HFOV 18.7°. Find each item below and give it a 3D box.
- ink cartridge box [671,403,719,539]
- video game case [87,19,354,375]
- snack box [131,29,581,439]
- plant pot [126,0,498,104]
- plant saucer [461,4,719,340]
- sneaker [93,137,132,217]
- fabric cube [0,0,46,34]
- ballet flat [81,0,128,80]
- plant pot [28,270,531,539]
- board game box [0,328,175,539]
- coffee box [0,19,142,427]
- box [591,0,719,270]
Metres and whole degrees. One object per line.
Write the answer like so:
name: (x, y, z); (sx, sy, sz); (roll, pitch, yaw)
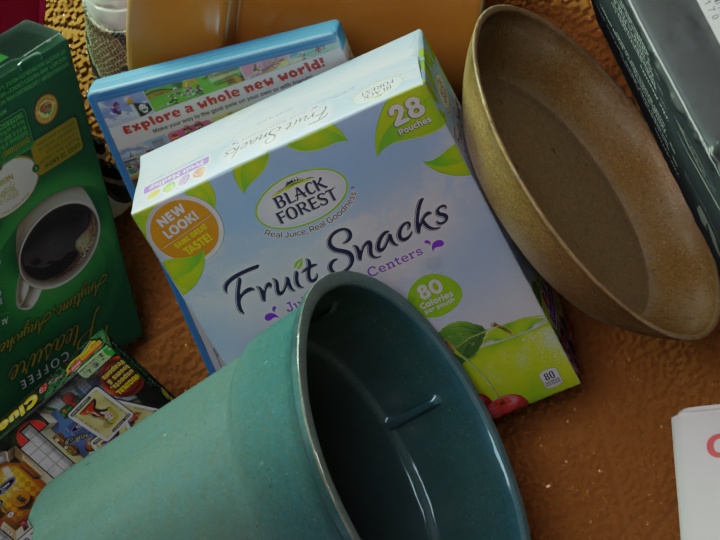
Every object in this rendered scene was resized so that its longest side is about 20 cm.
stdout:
ink cartridge box: (0.236, 0.166, 1.075); (0.145, 0.084, 0.202); (-6, 72, 17)
video game case: (-0.046, -0.030, 1.186); (0.142, 0.201, 0.018); (-12, 32, 16)
snack box: (0.000, 0.000, 1.145); (0.168, 0.201, 0.068); (-24, 28, 13)
plant pot: (-0.015, -0.171, 1.211); (0.182, 0.200, 0.202); (11, 79, 6)
plant saucer: (0.111, -0.043, 1.125); (0.035, 0.200, 0.201); (-34, 66, 27)
sneaker: (-0.218, -0.095, 1.318); (0.081, 0.075, 0.201); (-40, 66, 15)
fabric cube: (-0.314, -0.118, 1.233); (0.195, 0.199, 0.202); (4, 93, 40)
ballet flat: (-0.131, -0.205, 1.312); (0.067, 0.075, 0.202); (12, 80, 21)
plant pot: (-0.048, 0.132, 1.084); (0.195, 0.200, 0.202); (-27, 68, 23)
board game box: (-0.184, 0.133, 1.226); (0.200, 0.105, 0.023); (-42, 34, 5)
coffee box: (-0.195, -0.020, 1.200); (0.044, 0.201, 0.123); (23, 47, 40)
box: (0.196, -0.112, 1.099); (0.117, 0.200, 0.198); (-24, 69, 3)
